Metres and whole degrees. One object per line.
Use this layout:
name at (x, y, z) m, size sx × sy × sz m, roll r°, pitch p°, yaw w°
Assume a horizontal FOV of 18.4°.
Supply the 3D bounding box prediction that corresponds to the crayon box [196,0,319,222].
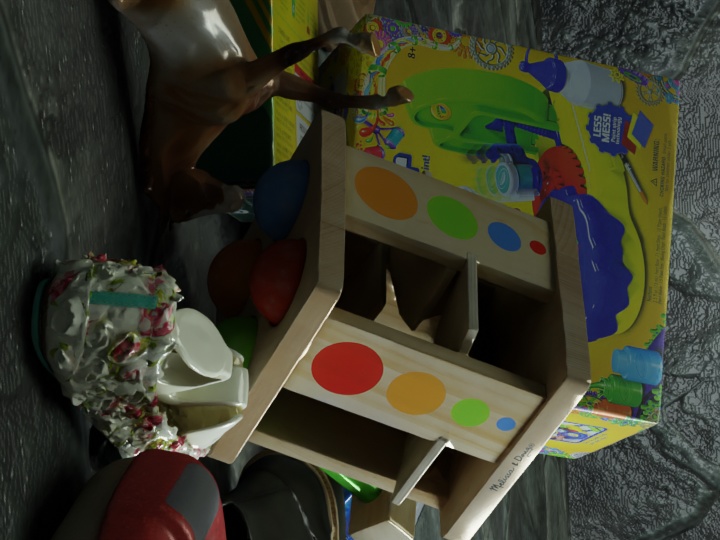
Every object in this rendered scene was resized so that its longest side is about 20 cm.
crayon box at (-0.056, -0.133, 1.167) m, size 0.127 × 0.050 × 0.201 m, roll 37°, pitch 52°, yaw -78°

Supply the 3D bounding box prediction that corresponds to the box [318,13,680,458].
box at (0.065, -0.014, 1.254) m, size 0.122 × 0.191 × 0.201 m, roll 141°, pitch -44°, yaw -68°

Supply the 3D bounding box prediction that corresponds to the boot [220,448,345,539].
boot at (-0.047, 0.198, 1.125) m, size 0.138 × 0.077 × 0.201 m, roll -17°, pitch 95°, yaw -74°

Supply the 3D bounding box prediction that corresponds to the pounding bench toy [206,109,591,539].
pounding bench toy at (-0.008, 0.050, 1.078) m, size 0.125 × 0.155 × 0.200 m, roll -90°, pitch -155°, yaw -48°

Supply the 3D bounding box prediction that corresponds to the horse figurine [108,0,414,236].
horse figurine at (-0.064, -0.118, 0.979) m, size 0.050 × 0.132 × 0.201 m, roll -73°, pitch 146°, yaw -52°

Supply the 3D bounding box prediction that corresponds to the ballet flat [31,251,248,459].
ballet flat at (-0.082, 0.047, 0.940) m, size 0.200 × 0.063 × 0.076 m, roll 58°, pitch 30°, yaw -72°

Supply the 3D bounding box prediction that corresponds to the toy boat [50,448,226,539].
toy boat at (-0.050, 0.173, 0.898) m, size 0.131 × 0.130 × 0.201 m, roll -66°, pitch 152°, yaw -68°

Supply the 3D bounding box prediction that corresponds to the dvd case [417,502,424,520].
dvd case at (0.039, 0.130, 1.449) m, size 0.200 × 0.025 × 0.151 m, roll 105°, pitch 10°, yaw -57°

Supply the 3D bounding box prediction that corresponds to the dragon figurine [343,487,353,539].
dragon figurine at (-0.019, 0.115, 1.285) m, size 0.100 × 0.058 × 0.201 m, roll 83°, pitch 15°, yaw -58°

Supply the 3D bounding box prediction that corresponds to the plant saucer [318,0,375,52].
plant saucer at (-0.014, -0.249, 1.509) m, size 0.200 × 0.029 × 0.202 m, roll -2°, pitch 90°, yaw -81°
